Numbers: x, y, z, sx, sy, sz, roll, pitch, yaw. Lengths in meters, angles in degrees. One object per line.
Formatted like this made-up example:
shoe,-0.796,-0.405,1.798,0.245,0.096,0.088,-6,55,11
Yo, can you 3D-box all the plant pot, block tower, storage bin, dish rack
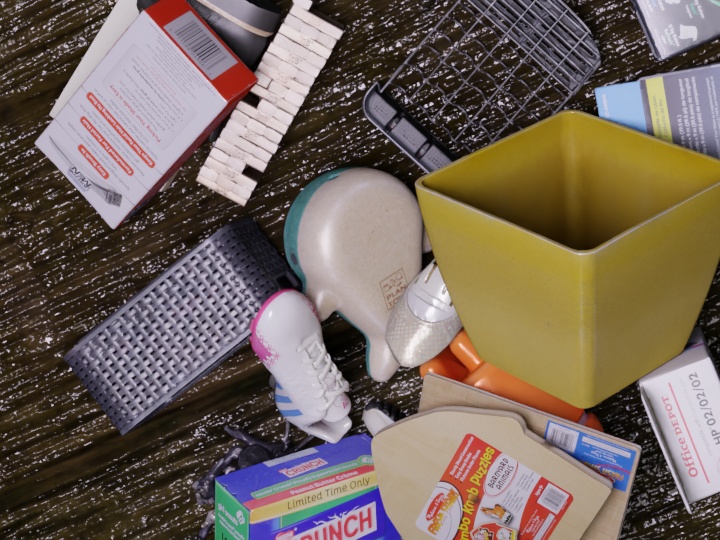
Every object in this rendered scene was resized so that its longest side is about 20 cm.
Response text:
plant pot,0.186,-0.003,1.568,0.200,0.199,0.177,26,131,42
block tower,-0.081,-0.158,1.694,0.058,0.054,0.201,28,101,-4
storage bin,-0.160,0.049,1.691,0.200,0.135,0.094,-38,89,11
dish rack,0.113,-0.172,1.669,0.153,0.055,0.200,42,99,-1

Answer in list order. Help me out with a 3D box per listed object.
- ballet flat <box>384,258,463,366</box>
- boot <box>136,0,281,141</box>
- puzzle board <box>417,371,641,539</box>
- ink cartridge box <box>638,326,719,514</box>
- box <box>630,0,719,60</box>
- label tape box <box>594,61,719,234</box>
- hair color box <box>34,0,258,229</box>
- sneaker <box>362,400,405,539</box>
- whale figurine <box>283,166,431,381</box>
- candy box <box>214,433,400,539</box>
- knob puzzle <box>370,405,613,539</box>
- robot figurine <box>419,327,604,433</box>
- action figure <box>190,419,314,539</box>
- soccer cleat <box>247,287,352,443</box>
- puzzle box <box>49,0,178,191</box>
ballet flat,0.085,-0.001,1.646,0.067,0.062,0.200,28,63,23
boot,-0.189,-0.219,1.671,0.199,0.077,0.139,28,107,6
puzzle board,0.140,0.181,1.618,0.199,0.017,0.151,18,123,15
ink cartridge box,0.294,0.129,1.609,0.068,0.200,0.116,-22,95,10
box,0.330,-0.268,1.589,0.199,0.122,0.106,-23,94,11
label tape box,0.321,-0.113,1.643,0.199,0.066,0.144,-9,96,13
hair color box,-0.194,-0.142,1.644,0.111,0.064,0.200,47,127,-1
sneaker,0.047,0.221,1.722,0.093,0.070,0.200,-36,94,5
whale figurine,0.000,0.000,1.692,0.159,0.104,0.201,-34,117,-26
candy box,-0.048,0.269,1.675,0.168,0.077,0.201,-13,115,-32
knob puzzle,0.101,0.192,1.614,0.219,0.030,0.221,12,122,19
robot figurine,0.142,0.139,1.676,0.200,0.117,0.144,47,72,-1
action figure,-0.114,0.230,1.735,0.119,0.102,0.200,36,75,10
soccer cleat,-0.043,0.086,1.627,0.086,0.200,0.070,37,71,24
puzzle box,-0.187,-0.192,1.721,0.133,0.025,0.200,35,101,1
